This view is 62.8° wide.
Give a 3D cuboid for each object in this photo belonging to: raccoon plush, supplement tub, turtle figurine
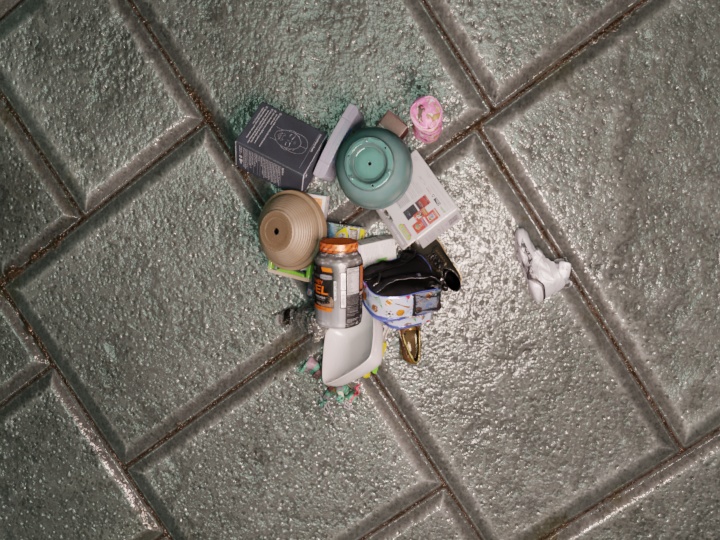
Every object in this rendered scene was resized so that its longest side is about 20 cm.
[{"bbox_3d":[-0.156,0.152,1.576,0.196,0.134,0.099,-23,101,20],"label":"raccoon plush"},{"bbox_3d":[-0.053,0.029,1.433,0.119,0.123,0.206,1,103,5],"label":"supplement tub"},{"bbox_3d":[-0.079,0.321,1.618,0.199,0.150,0.101,40,55,3],"label":"turtle figurine"}]

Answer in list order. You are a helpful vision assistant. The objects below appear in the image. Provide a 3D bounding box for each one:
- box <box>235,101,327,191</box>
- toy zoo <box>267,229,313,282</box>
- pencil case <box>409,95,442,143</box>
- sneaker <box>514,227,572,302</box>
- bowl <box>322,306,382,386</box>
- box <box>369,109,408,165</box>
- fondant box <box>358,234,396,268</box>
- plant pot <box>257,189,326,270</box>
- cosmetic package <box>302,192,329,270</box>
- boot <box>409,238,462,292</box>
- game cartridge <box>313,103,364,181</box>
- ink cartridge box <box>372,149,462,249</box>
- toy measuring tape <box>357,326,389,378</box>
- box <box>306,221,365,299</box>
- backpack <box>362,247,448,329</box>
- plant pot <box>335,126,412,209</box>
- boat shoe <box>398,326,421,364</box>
[{"bbox_3d":[-0.204,-0.312,1.531,0.196,0.108,0.151,26,63,3],"label":"box"},{"bbox_3d":[-0.172,-0.084,1.544,0.128,0.020,0.206,13,98,21],"label":"toy zoo"},{"bbox_3d":[0.165,-0.374,1.472,0.085,0.200,0.085,24,96,4],"label":"pencil case"},{"bbox_3d":[0.478,-0.027,1.543,0.112,0.075,0.205,-20,99,6],"label":"sneaker"},{"bbox_3d":[-0.010,0.199,1.550,0.074,0.203,0.199,30,131,-31],"label":"bowl"},{"bbox_3d":[0.038,-0.313,1.541,0.075,0.100,0.201,42,97,1],"label":"box"},{"bbox_3d":[0.000,0.000,1.547,0.195,0.058,0.148,-12,107,-19],"label":"fondant box"},{"bbox_3d":[-0.190,-0.100,1.486,0.196,0.092,0.207,2,95,25],"label":"plant pot"},{"bbox_3d":[-0.148,-0.107,1.594,0.098,0.071,0.206,8,97,4],"label":"cosmetic package"},{"bbox_3d":[0.197,-0.032,1.535,0.200,0.138,0.078,44,98,1],"label":"boot"},{"bbox_3d":[-0.055,-0.327,1.532,0.040,0.133,0.203,30,98,9],"label":"game cartridge"},{"bbox_3d":[0.135,-0.171,1.521,0.174,0.084,0.202,-35,69,8],"label":"ink cartridge box"},{"bbox_3d":[0.036,0.195,1.607,0.072,0.074,0.205,18,94,3],"label":"toy measuring tape"},{"bbox_3d":[-0.065,-0.023,1.575,0.134,0.037,0.206,5,97,-33],"label":"box"},{"bbox_3d":[0.094,0.050,1.477,0.185,0.201,0.158,-5,117,-19],"label":"backpack"},{"bbox_3d":[0.027,-0.254,1.429,0.194,0.134,0.207,0,93,8],"label":"plant pot"},{"bbox_3d":[0.133,0.148,1.584,0.070,0.068,0.206,-13,93,-13],"label":"boat shoe"}]
